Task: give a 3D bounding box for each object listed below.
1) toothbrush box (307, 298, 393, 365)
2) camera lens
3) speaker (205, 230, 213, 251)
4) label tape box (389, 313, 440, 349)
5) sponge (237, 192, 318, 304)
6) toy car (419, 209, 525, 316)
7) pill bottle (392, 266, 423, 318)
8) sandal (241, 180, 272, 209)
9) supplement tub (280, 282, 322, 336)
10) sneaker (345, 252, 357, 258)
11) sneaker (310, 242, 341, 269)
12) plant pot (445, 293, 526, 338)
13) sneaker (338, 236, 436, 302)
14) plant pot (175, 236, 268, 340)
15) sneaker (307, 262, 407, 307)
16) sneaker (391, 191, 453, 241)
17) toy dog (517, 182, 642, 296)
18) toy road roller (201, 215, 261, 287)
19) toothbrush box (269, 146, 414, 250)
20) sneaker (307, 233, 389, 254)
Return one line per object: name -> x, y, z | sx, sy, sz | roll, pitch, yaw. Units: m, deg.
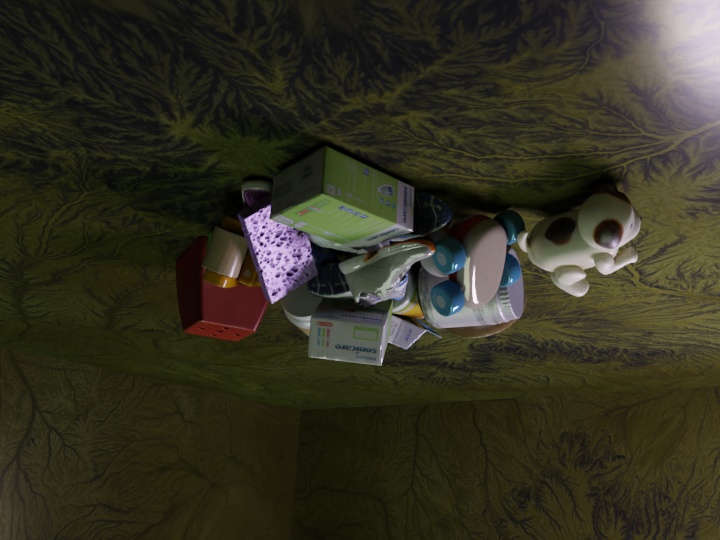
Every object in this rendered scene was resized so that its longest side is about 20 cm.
toothbrush box -> -0.015, 0.111, 1.386 | 0.144, 0.087, 0.200 | 6, -165, 7
camera lens -> 0.228, 0.037, 1.447 | 0.198, 0.162, 0.160 | -6, 159, 26
speaker -> -0.223, -0.029, 1.451 | 0.198, 0.089, 0.088 | 10, 160, -19
label tape box -> 0.069, 0.124, 1.582 | 0.199, 0.067, 0.143 | 25, -176, -15
sponge -> -0.146, -0.046, 1.247 | 0.030, 0.111, 0.201 | 37, 149, 41
toy car -> 0.171, -0.042, 1.293 | 0.183, 0.178, 0.200 | -24, -142, -29
pill bottle -> 0.115, 0.050, 1.565 | 0.110, 0.112, 0.199 | -9, 165, 31
sandal -> -0.181, -0.106, 1.276 | 0.081, 0.050, 0.203 | 1, 161, 9
supplement tub -> -0.105, 0.081, 1.654 | 0.143, 0.146, 0.200 | -1, 161, 13
sneaker -> 0.000, 0.000, 1.450 | 0.075, 0.117, 0.201 | 2, 161, 2
sneaker -> -0.069, 0.006, 1.443 | 0.078, 0.089, 0.200 | -40, 154, -3
plant pot -> 0.270, 0.072, 1.543 | 0.198, 0.201, 0.028 | -6, 127, 26
sneaker -> 0.056, 0.001, 1.221 | 0.199, 0.093, 0.075 | -18, 179, 38
plant pot -> -0.311, 0.055, 1.570 | 0.198, 0.178, 0.200 | 13, 158, -27
sneaker -> -0.004, 0.038, 1.337 | 0.198, 0.078, 0.086 | -2, 141, 11
sneaker -> 0.093, -0.093, 1.259 | 0.199, 0.078, 0.085 | -4, 171, 42
toy dog -> 0.391, -0.071, 1.188 | 0.192, 0.141, 0.200 | 23, 153, -14
toy road roller -> -0.200, -0.021, 1.311 | 0.145, 0.124, 0.200 | 21, -177, 8
toothbrush box -> -0.029, -0.113, 1.153 | 0.199, 0.087, 0.145 | 19, 156, -37
sneaker -> -0.036, -0.071, 1.330 | 0.199, 0.071, 0.080 | 20, 154, -22
